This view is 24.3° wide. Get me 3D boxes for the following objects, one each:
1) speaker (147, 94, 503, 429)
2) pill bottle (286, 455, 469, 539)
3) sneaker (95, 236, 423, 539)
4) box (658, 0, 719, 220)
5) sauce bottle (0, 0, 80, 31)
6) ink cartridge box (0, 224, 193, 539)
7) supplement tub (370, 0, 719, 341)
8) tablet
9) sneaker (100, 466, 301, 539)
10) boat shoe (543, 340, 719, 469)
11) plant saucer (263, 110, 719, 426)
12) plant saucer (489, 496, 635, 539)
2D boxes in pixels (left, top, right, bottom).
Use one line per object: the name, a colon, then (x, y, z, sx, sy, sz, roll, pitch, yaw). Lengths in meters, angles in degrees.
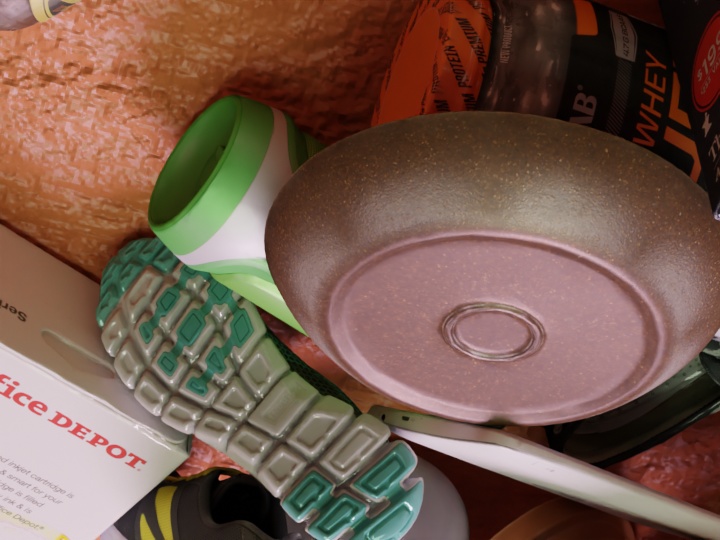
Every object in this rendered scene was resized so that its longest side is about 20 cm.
speaker: (0.000, 0.000, 0.794, 0.200, 0.089, 0.088, 33, 123, -25)
pill bottle: (0.002, 0.205, 0.947, 0.115, 0.116, 0.201, 0, 131, 1)
sneaker: (-0.052, 0.066, 0.831, 0.078, 0.091, 0.200, -44, 79, -4)
box: (0.198, -0.138, 0.614, 0.103, 0.183, 0.201, 12, 129, -9)
sauce bottle: (-0.129, -0.142, 0.693, 0.199, 0.065, 0.065, -24, 126, 22)
ink cartridge box: (-0.198, 0.086, 0.869, 0.144, 0.084, 0.200, 33, 123, -24)
supplement tub: (0.110, -0.048, 0.728, 0.199, 0.123, 0.123, 17, 128, -14)
tablet: (0.111, 0.107, 0.826, 0.199, 0.014, 0.130, 23, 171, -26)
sneaker: (-0.074, 0.135, 0.858, 0.074, 0.200, 0.085, 20, 99, -28)
boat shoe: (0.177, 0.040, 0.842, 0.076, 0.061, 0.200, 37, 121, -27)
plant saucer: (0.056, 0.013, 0.689, 0.199, 0.037, 0.201, 6, 144, 5)
plant saucer: (0.087, 0.216, 0.928, 0.200, 0.032, 0.201, -31, 139, -32)
